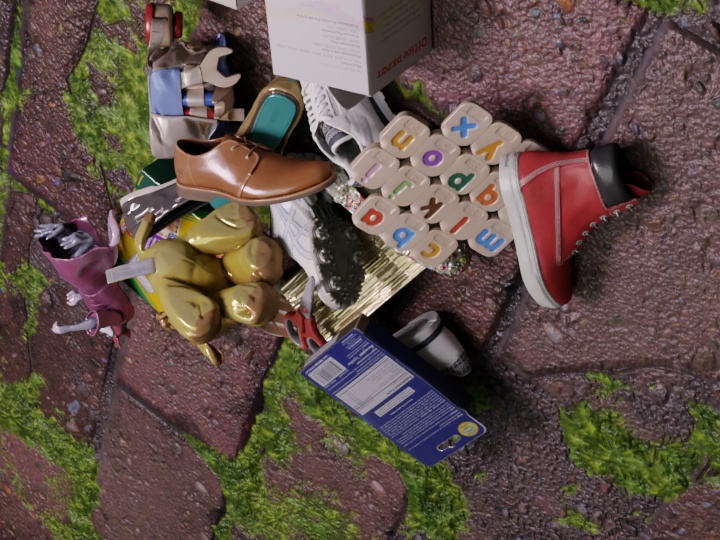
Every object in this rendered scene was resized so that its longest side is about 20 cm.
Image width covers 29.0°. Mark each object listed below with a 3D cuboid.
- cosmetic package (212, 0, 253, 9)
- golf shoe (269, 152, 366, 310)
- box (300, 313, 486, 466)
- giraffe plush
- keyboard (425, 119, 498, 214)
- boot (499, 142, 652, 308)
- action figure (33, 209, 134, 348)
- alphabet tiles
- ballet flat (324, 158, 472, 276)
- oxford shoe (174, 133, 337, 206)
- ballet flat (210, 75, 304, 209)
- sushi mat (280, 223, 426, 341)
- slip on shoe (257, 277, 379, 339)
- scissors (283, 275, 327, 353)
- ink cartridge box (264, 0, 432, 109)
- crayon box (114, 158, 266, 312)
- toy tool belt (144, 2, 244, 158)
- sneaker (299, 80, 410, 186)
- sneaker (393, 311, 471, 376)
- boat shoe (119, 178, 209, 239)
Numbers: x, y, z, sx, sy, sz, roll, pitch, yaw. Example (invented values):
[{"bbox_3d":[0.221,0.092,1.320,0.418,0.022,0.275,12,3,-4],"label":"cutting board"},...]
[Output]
[{"bbox_3d":[-0.184,-0.358,1.507,0.200,0.104,0.073,25,133,25],"label":"cosmetic package"},{"bbox_3d":[-0.058,-0.035,1.610,0.097,0.078,0.200,-36,60,39],"label":"golf shoe"},{"bbox_3d":[0.042,0.143,1.624,0.200,0.032,0.121,39,134,-11],"label":"box"},{"bbox_3d":[-0.183,0.030,1.646,0.200,0.173,0.162,0,152,5],"label":"giraffe plush"},{"bbox_3d":[0.073,-0.108,1.526,0.200,0.040,0.104,32,135,16],"label":"keyboard"},{"bbox_3d":[0.233,-0.042,1.431,0.144,0.072,0.200,-5,132,18],"label":"boot"},{"bbox_3d":[-0.344,0.014,1.843,0.149,0.134,0.200,-25,124,4],"label":"action figure"},{"bbox_3d":[0.093,-0.089,1.456,0.200,0.015,0.196,28,124,-25],"label":"alphabet tiles"},{"bbox_3d":[0.041,-0.067,1.542,0.200,0.076,0.064,34,146,6],"label":"ballet flat"},{"bbox_3d":[-0.122,-0.116,1.541,0.200,0.071,0.071,3,120,22],"label":"oxford shoe"},{"bbox_3d":[-0.114,-0.146,1.602,0.069,0.063,0.200,29,129,-12],"label":"ballet flat"},{"bbox_3d":[0.000,0.000,1.627,0.200,0.012,0.096,-40,88,26],"label":"sushi mat"},{"bbox_3d":[-0.071,0.043,1.716,0.200,0.061,0.076,18,126,20],"label":"slip on shoe"},{"bbox_3d":[-0.069,0.046,1.610,0.073,0.014,0.200,34,158,25],"label":"scissors"},{"bbox_3d":[-0.013,-0.277,1.409,0.125,0.129,0.200,17,128,29],"label":"ink cartridge box"},{"bbox_3d":[-0.232,-0.025,1.811,0.173,0.058,0.200,41,136,8],"label":"crayon box"},{"bbox_3d":[-0.183,-0.220,1.614,0.123,0.125,0.200,-1,131,-5],"label":"toy tool belt"},{"bbox_3d":[-0.025,-0.177,1.505,0.200,0.080,0.076,55,144,20],"label":"sneaker"},{"bbox_3d":[0.046,0.124,1.680,0.081,0.076,0.200,47,139,-11],"label":"sneaker"},{"bbox_3d":[-0.197,-0.091,1.687,0.200,0.067,0.057,-21,79,16],"label":"boat shoe"}]
